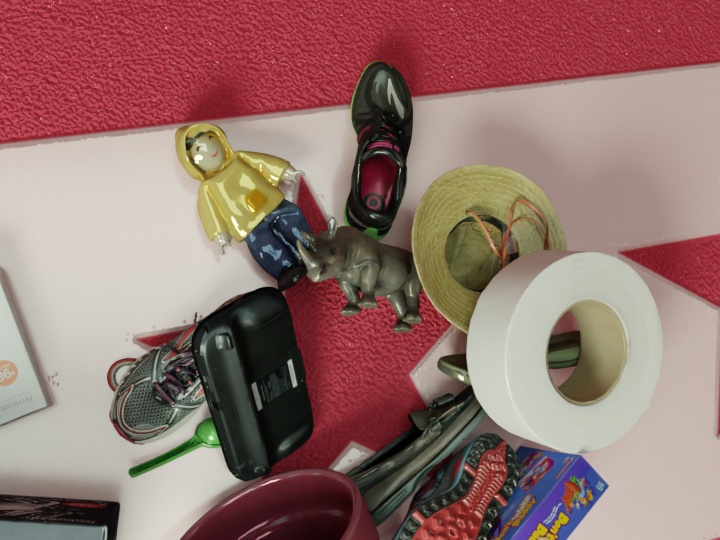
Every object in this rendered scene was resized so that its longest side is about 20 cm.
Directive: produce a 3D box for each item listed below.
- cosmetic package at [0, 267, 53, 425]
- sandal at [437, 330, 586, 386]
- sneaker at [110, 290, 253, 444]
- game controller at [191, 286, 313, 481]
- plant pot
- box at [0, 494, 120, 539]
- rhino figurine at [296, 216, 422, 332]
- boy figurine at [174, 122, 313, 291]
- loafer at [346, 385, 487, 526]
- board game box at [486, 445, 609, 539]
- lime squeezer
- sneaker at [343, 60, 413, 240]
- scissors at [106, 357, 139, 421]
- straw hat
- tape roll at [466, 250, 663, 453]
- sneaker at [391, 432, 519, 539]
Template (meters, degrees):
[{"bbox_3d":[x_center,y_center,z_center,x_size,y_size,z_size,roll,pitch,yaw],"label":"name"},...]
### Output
[{"bbox_3d":[-0.413,0.095,0.767,0.199,0.052,0.151,-22,90,-16],"label":"cosmetic package"},{"bbox_3d":[0.171,0.082,0.900,0.200,0.080,0.058,-11,107,-24],"label":"sandal"},{"bbox_3d":[-0.162,0.086,0.807,0.200,0.075,0.081,-44,93,-17],"label":"sneaker"},{"bbox_3d":[-0.098,0.113,0.795,0.104,0.042,0.201,-37,133,-36],"label":"game controller"},{"bbox_3d":[-0.059,0.313,0.758,0.200,0.200,0.179,-28,109,-16],"label":"plant pot"},{"bbox_3d":[-0.314,0.250,0.698,0.199,0.182,0.104,7,80,-12],"label":"box"},{"bbox_3d":[0.000,0.000,0.840,0.200,0.060,0.088,23,60,-48],"label":"rhino figurine"},{"bbox_3d":[-0.115,-0.078,0.863,0.124,0.064,0.200,-39,96,-14],"label":"boy figurine"},{"bbox_3d":[0.060,0.179,0.866,0.200,0.072,0.063,-44,88,-14],"label":"loafer"},{"bbox_3d":[0.144,0.271,0.838,0.045,0.134,0.200,46,74,-4],"label":"board game box"},{"bbox_3d":[-0.135,0.146,0.819,0.200,0.071,0.038,-41,75,-13],"label":"lime squeezer"},{"bbox_3d":[0.027,-0.133,0.895,0.076,0.084,0.201,5,81,-14],"label":"sneaker"},{"bbox_3d":[-0.163,0.104,0.850,0.199,0.014,0.073,-17,84,-17],"label":"scissors"},{"bbox_3d":[0.123,-0.014,0.902,0.200,0.085,0.202,5,78,-26],"label":"straw hat"},{"bbox_3d":[0.210,0.080,0.840,0.202,0.071,0.203,-1,92,-26],"label":"tape roll"},{"bbox_3d":[0.085,0.253,0.829,0.079,0.096,0.200,49,49,5],"label":"sneaker"}]
